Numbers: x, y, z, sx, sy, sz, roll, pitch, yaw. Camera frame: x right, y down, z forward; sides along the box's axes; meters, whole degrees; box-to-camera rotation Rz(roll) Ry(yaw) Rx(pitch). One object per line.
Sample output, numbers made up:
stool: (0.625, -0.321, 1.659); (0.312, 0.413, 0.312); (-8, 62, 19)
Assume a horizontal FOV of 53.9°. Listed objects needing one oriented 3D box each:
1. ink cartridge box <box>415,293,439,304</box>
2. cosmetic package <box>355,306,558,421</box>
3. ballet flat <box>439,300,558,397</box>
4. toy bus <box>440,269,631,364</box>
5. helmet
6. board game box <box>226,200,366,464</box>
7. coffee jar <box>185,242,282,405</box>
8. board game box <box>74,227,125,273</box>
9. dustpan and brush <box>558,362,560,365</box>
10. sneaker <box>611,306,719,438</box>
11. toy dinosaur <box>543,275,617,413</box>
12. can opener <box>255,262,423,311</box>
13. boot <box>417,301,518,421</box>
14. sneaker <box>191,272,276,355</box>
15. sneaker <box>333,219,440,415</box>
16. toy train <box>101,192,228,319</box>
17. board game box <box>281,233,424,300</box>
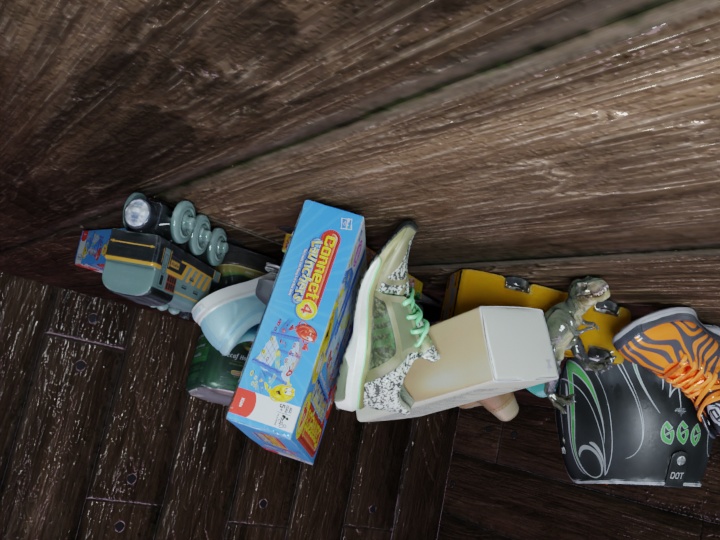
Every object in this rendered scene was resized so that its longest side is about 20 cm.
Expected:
ink cartridge box: (0.042, 0.077, 1.042); (0.146, 0.087, 0.199); (4, 167, 32)
cosmetic package: (0.089, 0.100, 0.726); (0.104, 0.072, 0.199); (6, 157, -41)
ballet flat: (0.195, 0.100, 0.995); (0.199, 0.068, 0.070); (36, -147, 6)
toy bus: (0.196, 0.054, 0.795); (0.197, 0.066, 0.078); (14, 169, -7)
helmet: (0.338, 0.168, 0.883); (0.196, 0.194, 0.200); (2, 164, 1)
board game box: (-0.049, 0.069, 0.673); (0.055, 0.199, 0.200); (15, 161, 7)
coffee jar: (-0.160, 0.070, 0.928); (0.103, 0.203, 0.085); (19, 154, -30)
board game box: (-0.302, -0.007, 1.083); (0.198, 0.057, 0.194); (22, 166, -41)
dustpan and brush: (0.215, 0.085, 0.919); (0.138, 0.058, 0.199); (29, -152, 27)
sneaker: (0.348, 0.108, 0.732); (0.198, 0.113, 0.078); (11, 139, -33)
toy dinosaur: (0.202, 0.089, 0.728); (0.088, 0.201, 0.047); (42, -149, 6)
can opener: (-0.026, 0.040, 0.836); (0.197, 0.068, 0.053); (21, 169, -10)
boot: (0.123, 0.105, 0.928); (0.167, 0.072, 0.200); (53, 171, -10)
sneaker: (-0.105, 0.050, 0.865); (0.198, 0.083, 0.074); (-22, 164, -36)
sneaker: (0.038, 0.051, 0.662); (0.087, 0.203, 0.077); (16, -156, 7)
toy train: (-0.214, -0.012, 0.796); (0.084, 0.116, 0.200); (10, 169, 11)
board game box: (0.000, 0.000, 0.850); (0.094, 0.030, 0.200); (7, 165, 31)
